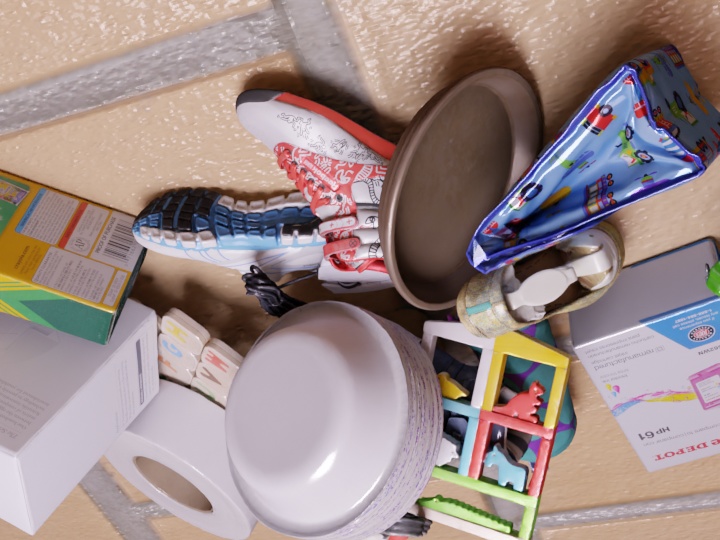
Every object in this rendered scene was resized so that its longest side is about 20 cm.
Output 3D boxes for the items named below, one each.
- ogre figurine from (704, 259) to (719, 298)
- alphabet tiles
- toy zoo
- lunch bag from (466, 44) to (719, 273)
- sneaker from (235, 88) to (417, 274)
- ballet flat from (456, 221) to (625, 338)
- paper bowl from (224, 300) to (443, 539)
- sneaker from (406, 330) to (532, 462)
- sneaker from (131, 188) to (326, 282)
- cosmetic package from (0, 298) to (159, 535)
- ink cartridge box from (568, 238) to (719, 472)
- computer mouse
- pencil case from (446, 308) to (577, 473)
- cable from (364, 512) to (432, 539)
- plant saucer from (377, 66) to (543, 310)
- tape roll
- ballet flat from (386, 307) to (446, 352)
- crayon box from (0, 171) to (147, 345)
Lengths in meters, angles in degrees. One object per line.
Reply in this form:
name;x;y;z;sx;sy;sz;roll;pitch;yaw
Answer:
ogre figurine;0.379;-0.019;0.782;0.098;0.200;0.120;27;159;42
alphabet tiles;-0.171;0.111;0.973;0.195;0.015;0.200;37;147;3
toy zoo;0.105;0.126;0.818;0.130;0.020;0.202;14;96;21
lunch bag;0.169;-0.071;0.728;0.200;0.150;0.094;-38;86;34
sneaker;-0.026;-0.067;0.787;0.200;0.109;0.067;24;165;-7
ballet flat;0.169;0.003;0.790;0.199;0.071;0.071;-22;139;-30
paper bowl;-0.036;0.126;0.809;0.200;0.202;0.104;-26;151;27
sneaker;0.083;0.168;0.907;0.145;0.077;0.204;21;130;15
sneaker;-0.112;-0.022;0.877;0.198;0.075;0.087;4;136;5
cosmetic package;-0.329;0.103;0.892;0.198;0.200;0.124;22;132;15
ink cartridge box;0.304;0.088;0.901;0.144;0.085;0.200;-22;125;24
computer mouse;0.000;0.000;0.852;0.199;0.044;0.110;-22;149;4
pencil case;0.155;0.103;0.935;0.092;0.085;0.201;-19;126;5
cable;0.034;0.249;0.895;0.096;0.051;0.200;16;171;-10
plant saucer;0.080;-0.066;0.757;0.029;0.200;0.201;26;142;36
tape roll;-0.186;0.207;1.031;0.201;0.071;0.203;23;146;16
ballet flat;0.060;0.129;0.984;0.068;0.063;0.201;-3;129;12
crayon box;-0.305;-0.021;0.867;0.198;0.126;0.052;20;131;-9
